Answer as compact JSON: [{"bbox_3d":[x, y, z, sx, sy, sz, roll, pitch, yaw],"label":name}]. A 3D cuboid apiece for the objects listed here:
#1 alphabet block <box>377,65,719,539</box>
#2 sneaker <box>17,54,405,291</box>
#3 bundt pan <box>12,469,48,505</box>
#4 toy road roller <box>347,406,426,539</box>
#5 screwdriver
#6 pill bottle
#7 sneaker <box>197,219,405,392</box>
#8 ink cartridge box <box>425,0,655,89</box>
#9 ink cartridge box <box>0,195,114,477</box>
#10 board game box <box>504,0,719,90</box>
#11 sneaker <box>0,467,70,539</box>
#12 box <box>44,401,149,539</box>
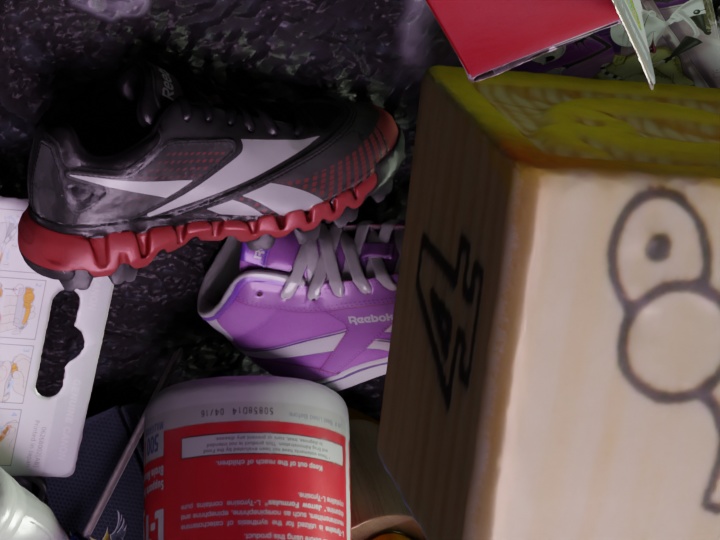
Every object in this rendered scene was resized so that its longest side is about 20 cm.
[{"bbox_3d":[0.125,0.028,1.171,0.194,0.196,0.201,4,106,-15],"label":"alphabet block"},{"bbox_3d":[-0.071,-0.059,1.219,0.199,0.071,0.098,-13,122,-17],"label":"sneaker"},{"bbox_3d":[-0.260,0.128,1.371,0.200,0.076,0.203,0,113,0],"label":"bundt pan"},{"bbox_3d":[0.067,0.130,1.456,0.199,0.123,0.146,25,117,-39],"label":"toy road roller"},{"bbox_3d":[-0.147,0.130,1.387,0.029,0.028,0.201,21,96,-20],"label":"screwdriver"},{"bbox_3d":[-0.059,0.164,1.336,0.111,0.201,0.112,-1,163,0],"label":"pill bottle"},{"bbox_3d":[0.000,0.001,1.300,0.200,0.073,0.114,-27,134,34],"label":"sneaker"},{"bbox_3d":[0.040,-0.178,1.013,0.083,0.176,0.200,-20,140,14],"label":"ink cartridge box"},{"bbox_3d":[-0.230,0.020,1.270,0.199,0.050,0.163,4,115,-22],"label":"ink cartridge box"},{"bbox_3d":[0.127,-0.084,1.269,0.119,0.032,0.200,-11,142,10],"label":"board game box"},{"bbox_3d":[-0.242,0.170,1.317,0.199,0.076,0.088,-24,143,20],"label":"sneaker"},{"bbox_3d":[-0.180,0.183,1.438,0.199,0.159,0.051,-24,172,18],"label":"box"}]
